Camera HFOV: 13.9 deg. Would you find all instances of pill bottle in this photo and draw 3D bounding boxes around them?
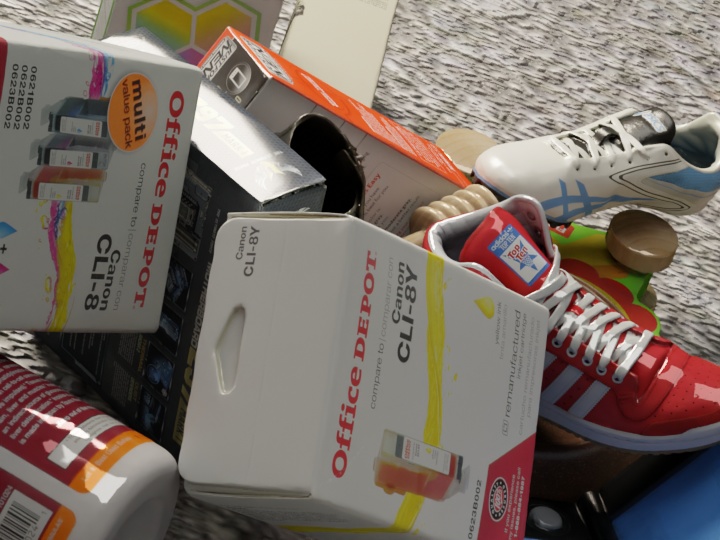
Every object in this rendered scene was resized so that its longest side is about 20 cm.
[{"bbox_3d":[-0.198,0.093,1.446,0.200,0.113,0.113,29,30,14],"label":"pill bottle"}]

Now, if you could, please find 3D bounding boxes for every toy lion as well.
[{"bbox_3d":[0.102,0.014,1.833,0.199,0.069,0.192,26,37,10],"label":"toy lion"}]

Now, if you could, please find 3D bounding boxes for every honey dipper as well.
[{"bbox_3d":[0.000,0.000,1.704,0.200,0.038,0.038,-25,51,-34],"label":"honey dipper"}]

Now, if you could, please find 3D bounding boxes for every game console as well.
[{"bbox_3d":[0.138,0.150,1.560,0.175,0.117,0.200,9,31,-20],"label":"game console"}]

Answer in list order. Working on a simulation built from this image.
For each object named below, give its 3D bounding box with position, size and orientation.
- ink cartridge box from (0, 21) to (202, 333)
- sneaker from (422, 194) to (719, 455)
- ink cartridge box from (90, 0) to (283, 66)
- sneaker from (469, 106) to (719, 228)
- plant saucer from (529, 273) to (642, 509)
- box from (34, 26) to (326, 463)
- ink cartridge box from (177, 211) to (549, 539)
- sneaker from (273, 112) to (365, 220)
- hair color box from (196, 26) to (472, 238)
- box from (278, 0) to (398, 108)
[{"bbox_3d":[-0.200,-0.053,1.464,0.144,0.146,0.200,15,7,34],"label":"ink cartridge box"},{"bbox_3d":[0.118,0.027,1.614,0.199,0.113,0.071,15,44,27],"label":"sneaker"},{"bbox_3d":[-0.107,-0.169,1.853,0.103,0.201,0.059,11,30,-15],"label":"ink cartridge box"},{"bbox_3d":[0.151,-0.071,1.840,0.199,0.073,0.072,-5,37,-38],"label":"sneaker"},{"bbox_3d":[0.089,0.056,1.724,0.199,0.035,0.201,9,43,-8],"label":"plant saucer"},{"bbox_3d":[-0.101,-0.006,1.583,0.051,0.201,0.158,-21,48,-37],"label":"box"},{"bbox_3d":[0.007,0.065,1.497,0.083,0.146,0.200,0,-14,34],"label":"ink cartridge box"},{"bbox_3d":[-0.024,0.018,1.608,0.075,0.106,0.201,-20,87,-26],"label":"sneaker"},{"bbox_3d":[-0.030,-0.055,1.743,0.200,0.102,0.061,28,17,-45],"label":"hair color box"},{"bbox_3d":[-0.026,-0.121,1.948,0.068,0.082,0.200,19,28,-3],"label":"box"}]
